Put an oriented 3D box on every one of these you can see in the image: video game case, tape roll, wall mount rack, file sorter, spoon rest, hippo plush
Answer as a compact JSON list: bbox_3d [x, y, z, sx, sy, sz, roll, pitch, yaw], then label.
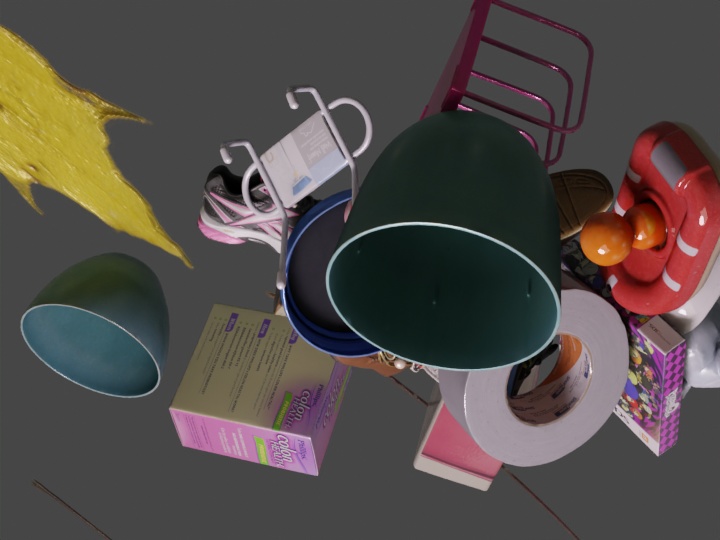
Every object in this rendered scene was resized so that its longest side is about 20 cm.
[{"bbox_3d":[0.290,0.088,1.334,0.181,0.035,0.202,48,161,37],"label":"video game case"},{"bbox_3d":[0.183,0.100,1.239,0.201,0.200,0.066,47,179,-32],"label":"tape roll"},{"bbox_3d":[-0.064,-0.090,1.258,0.199,0.074,0.176,-33,81,35],"label":"wall mount rack"},{"bbox_3d":[0.125,-0.134,1.131,0.123,0.141,0.201,21,144,-4],"label":"file sorter"},{"bbox_3d":[0.357,-0.013,1.226,0.060,0.101,0.201,5,139,-26],"label":"spoon rest"},{"bbox_3d":[0.420,0.074,1.284,0.160,0.161,0.200,15,159,50],"label":"hippo plush"}]

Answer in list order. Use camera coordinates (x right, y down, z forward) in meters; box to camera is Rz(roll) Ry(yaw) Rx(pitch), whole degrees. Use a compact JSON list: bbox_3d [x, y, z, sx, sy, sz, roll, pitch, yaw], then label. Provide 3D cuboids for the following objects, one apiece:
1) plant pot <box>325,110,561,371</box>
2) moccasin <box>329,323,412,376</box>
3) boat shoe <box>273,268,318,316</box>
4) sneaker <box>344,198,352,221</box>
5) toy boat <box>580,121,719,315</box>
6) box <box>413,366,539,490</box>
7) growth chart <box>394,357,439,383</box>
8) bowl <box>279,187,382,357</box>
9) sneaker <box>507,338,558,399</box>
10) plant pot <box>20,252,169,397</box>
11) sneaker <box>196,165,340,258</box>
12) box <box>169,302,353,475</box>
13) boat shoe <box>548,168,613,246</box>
[{"bbox_3d":[0.082,-0.038,1.020,0.197,0.163,0.202,9,145,7],"label":"plant pot"},{"bbox_3d":[0.016,0.088,1.482,0.077,0.075,0.201,-21,149,24],"label":"moccasin"},{"bbox_3d":[-0.065,0.021,1.452,0.064,0.074,0.200,11,166,-8],"label":"boat shoe"},{"bbox_3d":[0.090,-0.056,1.266,0.197,0.077,0.105,14,149,-23],"label":"sneaker"},{"bbox_3d":[0.273,-0.040,1.155,0.129,0.132,0.202,-16,143,-17],"label":"toy boat"},{"bbox_3d":[0.149,0.171,1.514,0.107,0.129,0.201,17,144,2],"label":"box"},{"bbox_3d":[0.131,0.083,1.343,0.199,0.146,0.018,36,175,-43],"label":"growth chart"},{"bbox_3d":[0.000,0.000,1.346,0.197,0.039,0.204,-9,116,-18],"label":"bowl"},{"bbox_3d":[0.180,0.099,1.329,0.082,0.203,0.070,18,-176,-35],"label":"sneaker"},{"bbox_3d":[-0.337,0.057,1.595,0.196,0.136,0.202,13,143,10],"label":"plant pot"},{"bbox_3d":[-0.094,-0.073,1.369,0.196,0.081,0.088,6,121,2],"label":"sneaker"},{"bbox_3d":[-0.128,0.156,1.586,0.196,0.178,0.097,9,143,14],"label":"box"},{"bbox_3d":[0.174,-0.040,1.247,0.197,0.074,0.065,-26,155,6],"label":"boat shoe"}]
